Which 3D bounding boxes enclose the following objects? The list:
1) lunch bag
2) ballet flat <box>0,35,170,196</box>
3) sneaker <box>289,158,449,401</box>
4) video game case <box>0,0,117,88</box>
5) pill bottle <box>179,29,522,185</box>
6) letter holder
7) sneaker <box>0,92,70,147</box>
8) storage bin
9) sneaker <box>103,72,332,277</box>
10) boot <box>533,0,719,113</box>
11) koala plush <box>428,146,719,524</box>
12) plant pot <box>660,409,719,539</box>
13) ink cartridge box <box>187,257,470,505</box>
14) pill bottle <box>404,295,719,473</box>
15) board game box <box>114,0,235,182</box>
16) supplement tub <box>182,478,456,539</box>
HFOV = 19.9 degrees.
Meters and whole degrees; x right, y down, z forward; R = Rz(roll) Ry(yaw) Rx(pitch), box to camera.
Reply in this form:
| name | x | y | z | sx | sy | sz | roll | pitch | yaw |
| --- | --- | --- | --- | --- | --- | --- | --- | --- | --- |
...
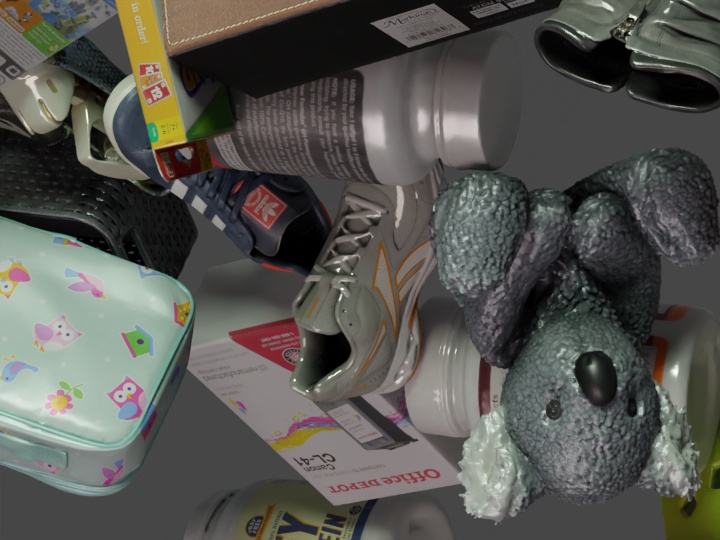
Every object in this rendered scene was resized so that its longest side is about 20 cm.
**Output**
| name | x | y | z | sx | sy | sz | roll | pitch | yaw |
| --- | --- | --- | --- | --- | --- | --- | --- | --- | --- |
| lunch bag | -0.221 | 0.057 | 1.365 | 0.198 | 0.161 | 0.077 | 18 | 146 | 5 |
| ballet flat | -0.183 | -0.108 | 1.325 | 0.074 | 0.075 | 0.199 | -15 | 146 | 42 |
| sneaker | 0.000 | 0.000 | 1.328 | 0.075 | 0.092 | 0.202 | 25 | 120 | 37 |
| video game case | -0.216 | -0.167 | 1.207 | 0.199 | 0.018 | 0.143 | -30 | 148 | 11 |
| pill bottle | -0.009 | -0.109 | 1.227 | 0.198 | 0.111 | 0.111 | 7 | 143 | 22 |
| letter holder | -0.005 | -0.196 | 1.116 | 0.198 | 0.144 | 0.100 | -14 | 165 | 25 |
| sneaker | -0.290 | -0.125 | 1.389 | 0.198 | 0.084 | 0.077 | 23 | 147 | 0 |
| storage bin | -0.233 | -0.036 | 1.471 | 0.198 | 0.094 | 0.136 | 7 | 143 | 23 |
| sneaker | -0.081 | -0.059 | 1.331 | 0.200 | 0.075 | 0.085 | 34 | -173 | -42 |
| boot | 0.199 | -0.132 | 1.059 | 0.198 | 0.132 | 0.070 | 8 | 143 | 20 |
| koala plush | 0.130 | 0.050 | 1.248 | 0.175 | 0.202 | 0.184 | -8 | 169 | -11 |
| plant pot | 0.318 | 0.191 | 1.387 | 0.200 | 0.182 | 0.198 | 42 | 142 | -25 |
| ink cartridge box | -0.018 | 0.077 | 1.509 | 0.147 | 0.086 | 0.200 | -15 | 130 | 42 |
| pill bottle | 0.137 | 0.073 | 1.389 | 0.198 | 0.115 | 0.115 | 5 | 142 | 24 |
| board game box | -0.112 | -0.153 | 1.150 | 0.030 | 0.095 | 0.202 | -10 | 95 | 14 |
| supplement tub | -0.034 | 0.246 | 1.692 | 0.198 | 0.146 | 0.145 | -2 | 139 | 30 |
